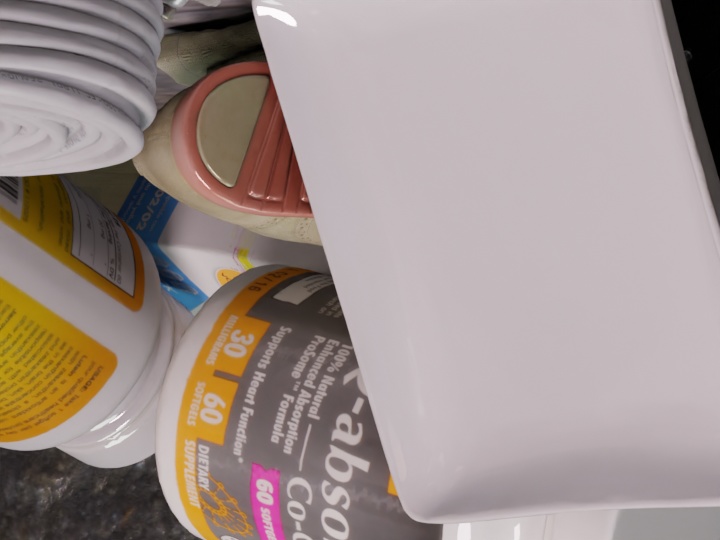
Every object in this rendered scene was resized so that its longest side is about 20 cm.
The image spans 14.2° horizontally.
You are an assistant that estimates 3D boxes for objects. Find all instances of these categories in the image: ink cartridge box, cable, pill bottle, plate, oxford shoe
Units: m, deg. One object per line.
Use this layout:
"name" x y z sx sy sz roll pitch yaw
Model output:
"ink cartridge box" 0.000 0.000 1.237 0.200 0.068 0.115 9 153 47
"cable" -0.163 -0.072 0.931 0.200 0.069 0.200 -3 173 19
"pill bottle" 0.031 0.072 1.101 0.200 0.117 0.116 14 -178 32
"plate" 0.056 -0.018 0.955 0.032 0.200 0.200 -19 -175 -36
"pill bottle" -0.153 0.008 1.198 0.111 0.111 0.200 -6 152 33
"oxford shoe" 0.010 -0.036 1.085 0.200 0.071 0.074 16 169 -27

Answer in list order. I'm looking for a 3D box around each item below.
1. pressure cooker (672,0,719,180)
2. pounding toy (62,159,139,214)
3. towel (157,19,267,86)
"pressure cooker" 0.187 -0.021 1.018 0.176 0.179 0.200 19 -174 35
"pounding toy" -0.126 0.023 1.436 0.200 0.142 0.184 2 172 -28
"towel" 0.053 -0.074 1.108 0.200 0.035 0.192 -5 172 37
